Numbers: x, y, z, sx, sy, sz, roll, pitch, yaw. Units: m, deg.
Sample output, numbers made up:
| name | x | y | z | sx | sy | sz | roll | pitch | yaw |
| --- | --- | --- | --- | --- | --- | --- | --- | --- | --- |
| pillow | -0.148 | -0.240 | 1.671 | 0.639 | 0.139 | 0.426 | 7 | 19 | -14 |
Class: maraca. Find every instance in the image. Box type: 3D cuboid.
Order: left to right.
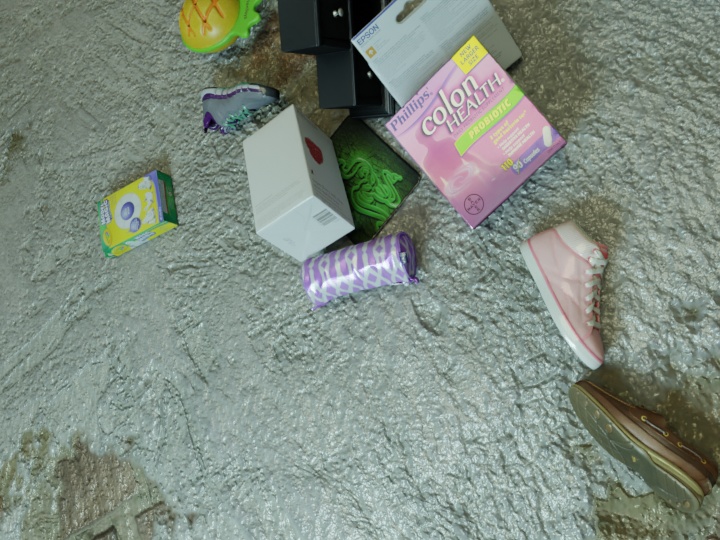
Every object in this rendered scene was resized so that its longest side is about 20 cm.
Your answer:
| name | x | y | z | sx | sy | sz | roll | pitch | yaw |
| --- | --- | --- | --- | --- | --- | --- | --- | --- | --- |
| maraca | -0.273 | -0.495 | 1.222 | 0.196 | 0.107 | 0.141 | -2 | 79 | 26 |

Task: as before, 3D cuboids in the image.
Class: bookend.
| name | x | y | z | sx | sy | sz | roll | pitch | yaw |
| --- | --- | --- | --- | --- | --- | --- | --- | --- | --- |
| bookend | -0.038 | -0.342 | 0.976 | 0.091 | 0.198 | 0.204 | 6 | 104 | 36 |

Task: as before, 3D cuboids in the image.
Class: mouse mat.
| name | x | y | z | sx | sy | sz | roll | pitch | yaw |
| --- | --- | --- | --- | --- | --- | --- | --- | --- | --- |
| mouse mat | -0.007 | -0.157 | 1.079 | 0.162 | 0.007 | 0.200 | -49 | 64 | 11 |

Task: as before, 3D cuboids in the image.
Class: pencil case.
| name | x | y | z | sx | sy | sz | roll | pitch | yaw |
| --- | --- | --- | --- | --- | --- | --- | --- | --- | --- |
| pencil case | 0.000 | 0.000 | 1.008 | 0.196 | 0.084 | 0.087 | -14 | 98 | 26 |

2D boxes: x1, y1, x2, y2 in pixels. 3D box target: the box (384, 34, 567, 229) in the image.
| name | x | y | z | sx | sy | sz | roll | pitch | yaw |
| --- | --- | --- | --- | --- | --- | --- | --- | --- | --- |
| box | 0.167 | -0.195 | 0.912 | 0.175 | 0.097 | 0.201 | -41 | 85 | 14 |

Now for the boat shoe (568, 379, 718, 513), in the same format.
| name | x | y | z | sx | sy | sz | roll | pitch | yaw |
| --- | --- | --- | --- | --- | --- | --- | --- | --- | --- |
| boat shoe | 0.356 | 0.210 | 0.798 | 0.067 | 0.073 | 0.200 | -34 | 53 | -19 |

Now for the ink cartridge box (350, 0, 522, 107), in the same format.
| name | x | y | z | sx | sy | sz | roll | pitch | yaw |
| --- | --- | --- | --- | --- | --- | --- | --- | --- | --- |
| ink cartridge box | 0.116 | -0.344 | 0.955 | 0.195 | 0.200 | 0.044 | -37 | 28 | 15 |

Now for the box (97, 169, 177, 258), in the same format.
| name | x | y | z | sx | sy | sz | roll | pitch | yaw |
| --- | --- | --- | --- | --- | --- | --- | --- | --- | --- |
| box | -0.471 | -0.112 | 1.287 | 0.197 | 0.048 | 0.120 | -23 | 70 | 23 |

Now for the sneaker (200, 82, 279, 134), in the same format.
| name | x | y | z | sx | sy | sz | roll | pitch | yaw |
| --- | --- | --- | --- | --- | --- | --- | --- | --- | --- |
| sneaker | -0.229 | -0.304 | 1.193 | 0.197 | 0.074 | 0.090 | 7 | 94 | 39 |

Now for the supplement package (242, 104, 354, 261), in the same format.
| name | x | y | z | sx | sy | sz | roll | pitch | yaw |
| --- | --- | --- | --- | --- | --- | --- | --- | --- | --- |
| supplement package | -0.105 | -0.145 | 1.037 | 0.118 | 0.121 | 0.203 | -29 | 55 | 21 |

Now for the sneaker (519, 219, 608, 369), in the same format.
| name | x | y | z | sx | sy | sz | roll | pitch | yaw |
| --- | --- | --- | --- | --- | --- | --- | --- | --- | --- |
| sneaker | 0.302 | 0.023 | 0.847 | 0.104 | 0.075 | 0.204 | -32 | 64 | 24 |
